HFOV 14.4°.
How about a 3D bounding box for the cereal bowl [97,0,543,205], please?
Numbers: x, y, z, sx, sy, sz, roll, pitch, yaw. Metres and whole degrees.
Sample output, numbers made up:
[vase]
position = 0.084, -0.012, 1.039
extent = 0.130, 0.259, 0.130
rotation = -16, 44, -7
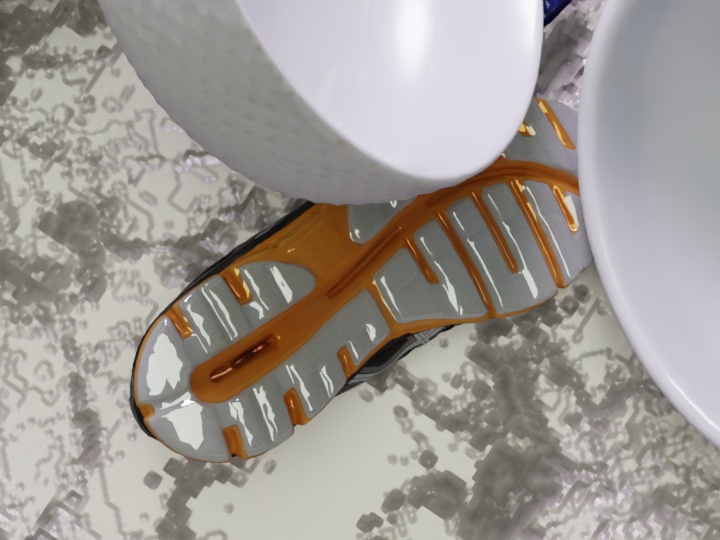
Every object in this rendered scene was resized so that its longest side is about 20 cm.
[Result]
[cereal bowl]
position = -0.027, -0.112, 0.911
extent = 0.083, 0.200, 0.200
rotation = -17, 85, 33

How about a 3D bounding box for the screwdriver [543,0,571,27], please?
[screwdriver]
position = 0.086, -0.113, 1.017
extent = 0.200, 0.028, 0.029
rotation = -42, 58, -4

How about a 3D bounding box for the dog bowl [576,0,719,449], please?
[dog bowl]
position = 0.166, -0.031, 0.922
extent = 0.079, 0.200, 0.200
rotation = -15, 85, -39

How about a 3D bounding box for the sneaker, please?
[sneaker]
position = 0.000, 0.000, 0.988
extent = 0.200, 0.077, 0.078
rotation = -28, 91, -20
